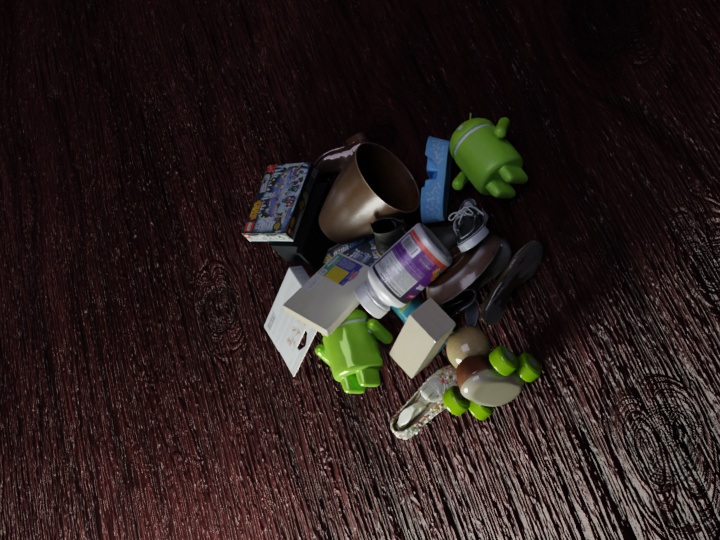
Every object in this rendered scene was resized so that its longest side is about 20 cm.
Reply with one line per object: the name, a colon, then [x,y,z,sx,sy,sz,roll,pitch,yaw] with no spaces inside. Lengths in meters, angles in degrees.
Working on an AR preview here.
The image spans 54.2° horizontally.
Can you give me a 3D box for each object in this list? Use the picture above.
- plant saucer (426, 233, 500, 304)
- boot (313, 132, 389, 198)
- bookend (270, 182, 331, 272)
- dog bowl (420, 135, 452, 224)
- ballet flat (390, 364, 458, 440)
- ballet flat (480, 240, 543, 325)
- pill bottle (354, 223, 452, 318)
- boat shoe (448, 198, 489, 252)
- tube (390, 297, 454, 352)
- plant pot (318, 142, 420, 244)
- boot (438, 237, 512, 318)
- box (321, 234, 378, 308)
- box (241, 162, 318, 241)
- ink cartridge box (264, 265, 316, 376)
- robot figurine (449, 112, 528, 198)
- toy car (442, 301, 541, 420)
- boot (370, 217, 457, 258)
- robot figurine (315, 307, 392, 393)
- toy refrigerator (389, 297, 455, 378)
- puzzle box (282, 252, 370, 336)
plant saucer: [0.205,-0.011,1.466,0.200,0.200,0.032,-42,101,16]
boot: [-0.021,-0.211,1.716,0.186,0.064,0.201,-34,68,22]
bookend: [-0.168,-0.107,1.722,0.198,0.092,0.201,3,62,32]
dog bowl: [0.171,-0.201,1.568,0.049,0.111,0.202,3,77,14]
ballet flat: [0.136,0.284,1.500,0.076,0.064,0.200,44,101,31]
ballet flat: [0.309,0.022,1.467,0.201,0.067,0.046,-60,27,9]
pill bottle: [0.086,0.006,1.470,0.200,0.111,0.112,-42,61,15]
boat shoe: [0.225,-0.102,1.460,0.073,0.200,0.068,-34,102,28]
tube: [0.117,0.094,1.549,0.200,0.050,0.077,46,109,7]
plant pot: [0.001,-0.151,1.586,0.200,0.186,0.188,-41,60,35]
boot: [0.237,0.025,1.455,0.070,0.132,0.200,41,110,-4]
box: [0.000,0.000,1.658,0.199,0.046,0.160,-27,66,23]
box: [-0.192,-0.164,1.684,0.136,0.040,0.201,1,62,33]
ink cartridge box: [-0.148,0.120,1.667,0.174,0.043,0.201,53,131,33]
robot figurine: [0.270,-0.244,1.513,0.176,0.115,0.201,-54,56,36]
toy car: [0.235,0.170,1.430,0.164,0.157,0.201,-46,47,26]
boot: [0.124,-0.076,1.524,0.199,0.138,0.078,-14,63,6]
robot figurine: [-0.020,0.171,1.578,0.175,0.115,0.201,-29,67,28]
toy refrigerator: [0.127,0.142,1.459,0.070,0.200,0.076,-36,72,-26]
puzzle box: [-0.060,0.049,1.572,0.133,0.026,0.200,26,55,31]
